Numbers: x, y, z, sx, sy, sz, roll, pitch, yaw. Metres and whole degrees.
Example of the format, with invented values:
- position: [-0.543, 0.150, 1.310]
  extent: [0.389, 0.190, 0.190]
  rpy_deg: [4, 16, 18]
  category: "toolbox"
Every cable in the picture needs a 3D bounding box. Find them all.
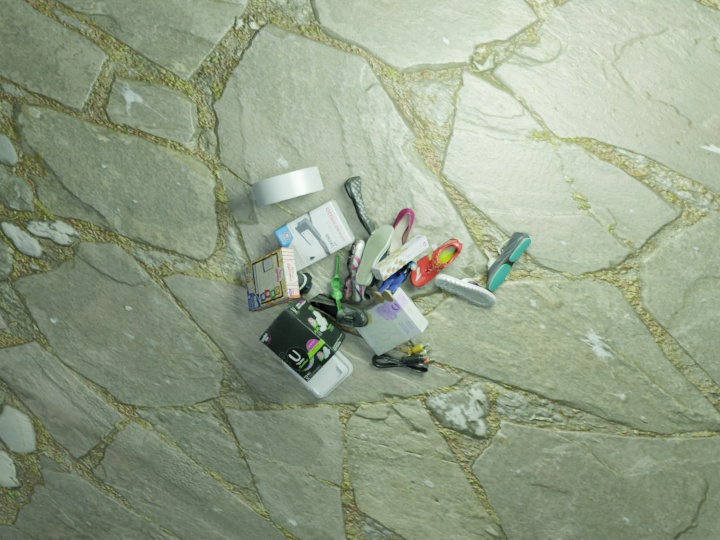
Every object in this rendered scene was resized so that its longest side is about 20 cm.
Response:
- position: [0.141, 0.289, 1.697]
  extent: [0.200, 0.050, 0.097]
  rpy_deg: [-12, 117, 20]
  category: "cable"

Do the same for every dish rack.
- position: [-0.145, 0.311, 1.718]
  extent: [0.200, 0.044, 0.172]
  rpy_deg: [45, 103, -3]
  category: "dish rack"

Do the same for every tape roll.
- position: [-0.210, -0.243, 1.534]
  extent: [0.202, 0.202, 0.071]
  rpy_deg: [-14, 99, 8]
  category: "tape roll"

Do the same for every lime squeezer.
- position: [-0.068, 0.052, 1.634]
  extent: [0.038, 0.200, 0.071]
  rpy_deg: [13, 147, -24]
  category: "lime squeezer"

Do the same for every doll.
- position: [0.109, 0.014, 1.566]
  extent: [0.136, 0.200, 0.048]
  rpy_deg: [-12, 120, 47]
  category: "doll"

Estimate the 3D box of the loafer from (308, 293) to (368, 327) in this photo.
- position: [-0.071, 0.130, 1.626]
  extent: [0.200, 0.063, 0.072]
  rpy_deg: [21, 111, 29]
  category: "loafer"

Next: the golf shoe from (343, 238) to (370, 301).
- position: [0.000, 0.000, 1.632]
  extent: [0.092, 0.073, 0.200]
  rpy_deg: [5, 110, -5]
  category: "golf shoe"

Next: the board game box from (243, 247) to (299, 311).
- position: [-0.272, 0.031, 1.599]
  extent: [0.200, 0.046, 0.152]
  rpy_deg: [-19, 75, 41]
  category: "board game box"

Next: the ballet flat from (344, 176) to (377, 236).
- position: [0.012, -0.188, 1.593]
  extent: [0.057, 0.066, 0.200]
  rpy_deg: [-25, 100, -6]
  category: "ballet flat"

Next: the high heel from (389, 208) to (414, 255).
- position: [0.113, -0.091, 1.584]
  extent: [0.067, 0.096, 0.200]
  rpy_deg: [25, 102, 0]
  category: "high heel"

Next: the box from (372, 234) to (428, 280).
- position: [0.119, -0.040, 1.558]
  extent: [0.200, 0.041, 0.039]
  rpy_deg: [-35, 119, -27]
  category: "box"

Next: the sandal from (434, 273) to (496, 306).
- position: [0.326, 0.049, 1.612]
  extent: [0.202, 0.082, 0.050]
  rpy_deg: [24, 60, -6]
  category: "sandal"

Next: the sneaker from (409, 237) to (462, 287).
- position: [0.223, -0.025, 1.592]
  extent: [0.077, 0.085, 0.200]
  rpy_deg: [45, 102, -3]
  category: "sneaker"

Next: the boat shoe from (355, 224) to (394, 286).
- position: [0.049, -0.041, 1.574]
  extent: [0.075, 0.062, 0.200]
  rpy_deg: [19, 84, 36]
  category: "boat shoe"

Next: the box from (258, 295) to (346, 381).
- position: [-0.175, 0.204, 1.608]
  extent: [0.200, 0.124, 0.149]
  rpy_deg: [42, 112, -1]
  category: "box"

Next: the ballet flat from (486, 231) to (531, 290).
- position: [0.429, -0.033, 1.584]
  extent: [0.073, 0.073, 0.200]
  rpy_deg: [34, 103, -2]
  category: "ballet flat"

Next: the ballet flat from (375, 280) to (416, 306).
- position: [0.108, 0.069, 1.632]
  extent: [0.072, 0.072, 0.200]
  rpy_deg: [-39, 95, 11]
  category: "ballet flat"

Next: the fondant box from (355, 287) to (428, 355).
- position: [0.086, 0.158, 1.615]
  extent: [0.200, 0.058, 0.144]
  rpy_deg: [-35, 97, 37]
  category: "fondant box"

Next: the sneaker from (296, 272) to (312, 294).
- position: [-0.227, 0.063, 1.664]
  extent: [0.200, 0.112, 0.073]
  rpy_deg: [-25, 69, 40]
  category: "sneaker"

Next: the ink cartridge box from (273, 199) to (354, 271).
- position: [-0.138, -0.108, 1.612]
  extent: [0.200, 0.084, 0.145]
  rpy_deg: [-27, 98, 10]
  category: "ink cartridge box"
